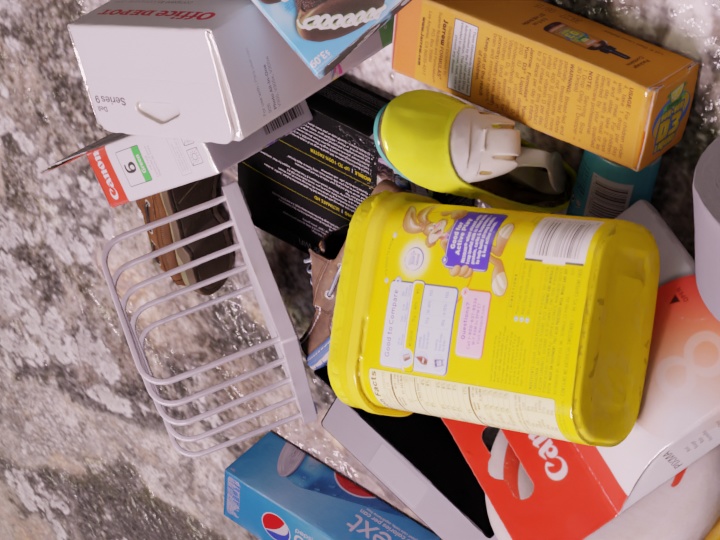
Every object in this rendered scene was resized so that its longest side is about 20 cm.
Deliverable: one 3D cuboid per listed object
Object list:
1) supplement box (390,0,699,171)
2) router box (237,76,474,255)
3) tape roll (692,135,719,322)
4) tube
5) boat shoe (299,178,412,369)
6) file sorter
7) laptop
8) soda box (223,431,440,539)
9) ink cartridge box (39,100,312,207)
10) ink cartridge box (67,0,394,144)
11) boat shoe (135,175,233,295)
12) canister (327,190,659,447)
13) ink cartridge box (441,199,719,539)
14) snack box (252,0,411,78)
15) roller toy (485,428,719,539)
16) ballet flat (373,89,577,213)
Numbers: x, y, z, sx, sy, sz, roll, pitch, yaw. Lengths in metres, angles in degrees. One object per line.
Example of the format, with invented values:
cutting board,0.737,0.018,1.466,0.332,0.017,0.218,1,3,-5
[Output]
supplement box,0.119,-0.136,1.202,0.200,0.066,0.069,25,126,30
router box,-0.007,-0.068,1.395,0.200,0.051,0.150,29,138,26
tape roll,0.288,-0.026,1.020,0.200,0.200,0.066,17,130,35
tube,0.163,-0.007,1.266,0.077,0.050,0.201,43,139,33
boat shoe,0.000,0.000,1.354,0.072,0.072,0.200,48,135,7
file sorter,-0.120,0.049,1.448,0.200,0.124,0.139,83,166,-67
laptop,0.033,0.167,1.492,0.187,0.116,0.200,43,141,11
soda box,-0.028,0.230,1.640,0.200,0.068,0.064,30,136,25
ink cartridge box,-0.142,-0.094,1.370,0.200,0.109,0.051,-14,104,46
ink cartridge box,-0.080,-0.170,1.267,0.145,0.200,0.088,8,125,41
boat shoe,-0.161,-0.068,1.530,0.068,0.072,0.201,22,133,31
canister,0.085,0.030,1.167,0.199,0.086,0.149,7,87,42
ink cartridge box,0.148,0.071,1.174,0.050,0.200,0.162,46,-169,-52
snack box,0.012,-0.230,1.152,0.116,0.200,0.037,49,-178,1
roller toy,0.184,0.151,1.229,0.182,0.201,0.140,-26,136,18
ballet flat,0.088,-0.077,1.215,0.067,0.200,0.067,0,77,34
